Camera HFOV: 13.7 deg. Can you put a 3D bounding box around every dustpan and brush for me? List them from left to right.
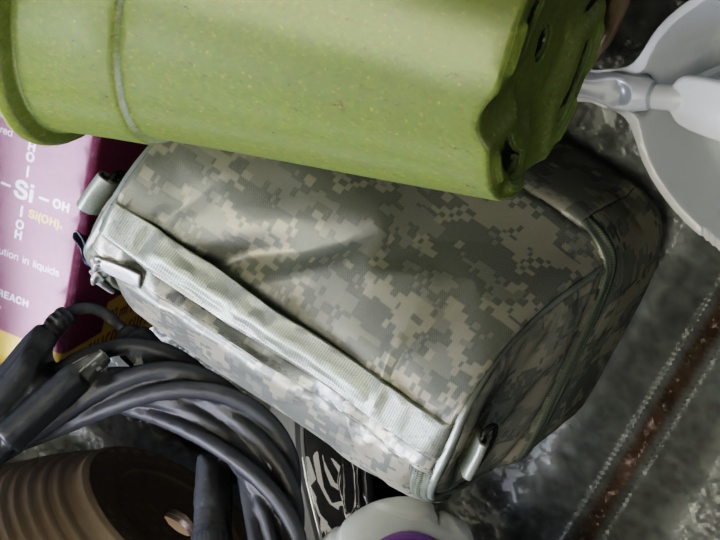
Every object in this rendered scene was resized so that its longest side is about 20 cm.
[{"bbox_3d":[0.139,-0.068,1.218,0.200,0.057,0.140,18,114,35],"label":"dustpan and brush"}]

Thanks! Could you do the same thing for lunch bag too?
[{"bbox_3d":[0.000,0.000,1.254,0.200,0.168,0.139,34,119,15],"label":"lunch bag"}]

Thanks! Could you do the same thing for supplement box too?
[{"bbox_3d":[-0.126,-0.071,1.322,0.103,0.131,0.200,21,116,21],"label":"supplement box"}]

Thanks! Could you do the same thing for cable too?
[{"bbox_3d":[-0.118,0.124,1.257,0.163,0.051,0.200,37,83,6],"label":"cable"}]

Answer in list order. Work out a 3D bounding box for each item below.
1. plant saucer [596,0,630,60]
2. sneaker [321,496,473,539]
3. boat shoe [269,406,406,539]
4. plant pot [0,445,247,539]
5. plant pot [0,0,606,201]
[{"bbox_3d":[0.033,-0.162,1.198,0.200,0.029,0.200,25,135,28],"label":"plant saucer"},{"bbox_3d":[0.055,0.173,1.284,0.081,0.200,0.083,-37,42,28],"label":"sneaker"},{"bbox_3d":[0.018,0.142,1.355,0.066,0.070,0.200,-13,92,32],"label":"boat shoe"},{"bbox_3d":[-0.106,0.144,1.346,0.201,0.201,0.093,41,111,11],"label":"plant pot"},{"bbox_3d":[-0.010,-0.113,1.133,0.190,0.200,0.200,20,115,16],"label":"plant pot"}]
